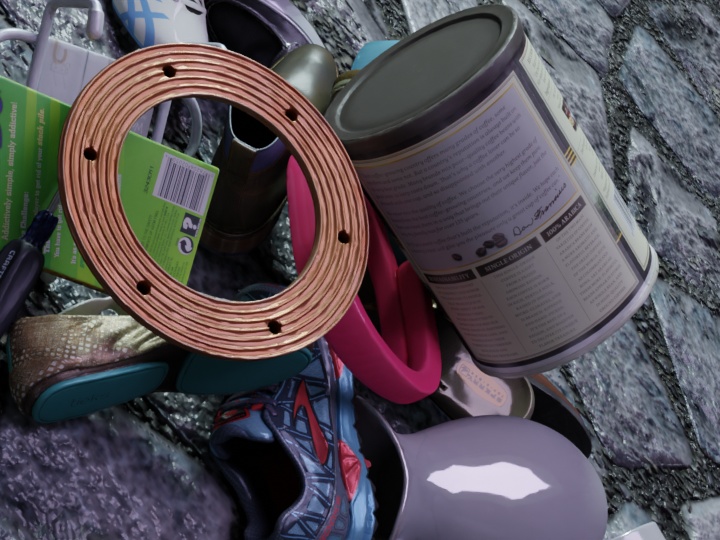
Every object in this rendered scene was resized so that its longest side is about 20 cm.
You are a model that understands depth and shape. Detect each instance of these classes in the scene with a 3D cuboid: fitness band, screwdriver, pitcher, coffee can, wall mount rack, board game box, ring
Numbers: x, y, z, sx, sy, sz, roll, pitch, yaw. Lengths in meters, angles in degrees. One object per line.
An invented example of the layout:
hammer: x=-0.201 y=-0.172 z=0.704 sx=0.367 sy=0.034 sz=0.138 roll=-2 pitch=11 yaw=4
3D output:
fitness band: x=0.000 y=0.000 z=1.223 sx=0.144 sy=0.037 sz=0.200 roll=49 pitch=21 yaw=-38
screwdriver: x=-0.168 y=-0.046 z=1.076 sx=0.028 sy=0.029 sz=0.201 roll=39 pitch=70 yaw=-31
pitcher: x=0.071 y=0.174 z=1.237 sx=0.199 sy=0.121 sz=0.172 roll=13 pitch=54 yaw=-38
coffee can: x=0.087 y=-0.051 z=1.239 sx=0.200 sy=0.146 sz=0.147 roll=56 pitch=27 yaw=-23
wall mount rack: x=-0.156 y=-0.073 z=1.188 sx=0.200 sy=0.074 sz=0.175 roll=14 pitch=87 yaw=-49
board game box: x=-0.179 y=-0.048 z=1.100 sx=0.200 sy=0.030 sz=0.096 roll=23 pitch=78 yaw=-38
ring: x=-0.084 y=-0.040 z=1.097 sx=0.200 sy=0.019 sz=0.201 roll=15 pitch=61 yaw=-28

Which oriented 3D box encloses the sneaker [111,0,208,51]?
sneaker: x=-0.139 y=-0.218 z=1.353 sx=0.072 sy=0.072 sz=0.201 roll=20 pitch=46 yaw=-49

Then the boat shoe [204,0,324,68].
boat shoe: x=-0.054 y=-0.130 z=1.404 sx=0.200 sy=0.070 sz=0.066 roll=53 pitch=27 yaw=-22

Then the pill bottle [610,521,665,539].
pill bottle: x=0.219 y=0.287 z=1.343 sx=0.111 sy=0.111 sz=0.201 roll=-3 pitch=63 yaw=-57

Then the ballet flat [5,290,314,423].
ballet flat: x=-0.116 y=0.039 z=1.097 sx=0.199 sy=0.071 sz=0.065 roll=-4 pitch=54 yaw=-41

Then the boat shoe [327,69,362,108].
boat shoe: x=0.050 y=-0.060 z=1.343 sx=0.200 sy=0.073 sz=0.065 roll=36 pitch=60 yaw=-18

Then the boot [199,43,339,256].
boot: x=-0.051 y=-0.108 z=1.290 sx=0.074 sy=0.097 sz=0.200 roll=23 pitch=51 yaw=1

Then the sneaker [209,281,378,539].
sneaker: x=-0.051 y=0.090 z=1.169 sx=0.095 sy=0.079 sz=0.201 roll=16 pitch=48 yaw=-47

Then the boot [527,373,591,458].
boot: x=0.105 y=0.047 z=1.479 sx=0.188 sy=0.069 sz=0.200 roll=32 pitch=30 yaw=-16

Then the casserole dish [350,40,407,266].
casserole dish: x=0.037 y=-0.086 z=1.409 sx=0.121 sy=0.039 sz=0.201 roll=34 pitch=56 yaw=-32

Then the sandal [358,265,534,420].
sandal: x=0.047 y=0.050 z=1.326 sx=0.200 sy=0.054 sz=0.081 roll=34 pitch=68 yaw=-12
